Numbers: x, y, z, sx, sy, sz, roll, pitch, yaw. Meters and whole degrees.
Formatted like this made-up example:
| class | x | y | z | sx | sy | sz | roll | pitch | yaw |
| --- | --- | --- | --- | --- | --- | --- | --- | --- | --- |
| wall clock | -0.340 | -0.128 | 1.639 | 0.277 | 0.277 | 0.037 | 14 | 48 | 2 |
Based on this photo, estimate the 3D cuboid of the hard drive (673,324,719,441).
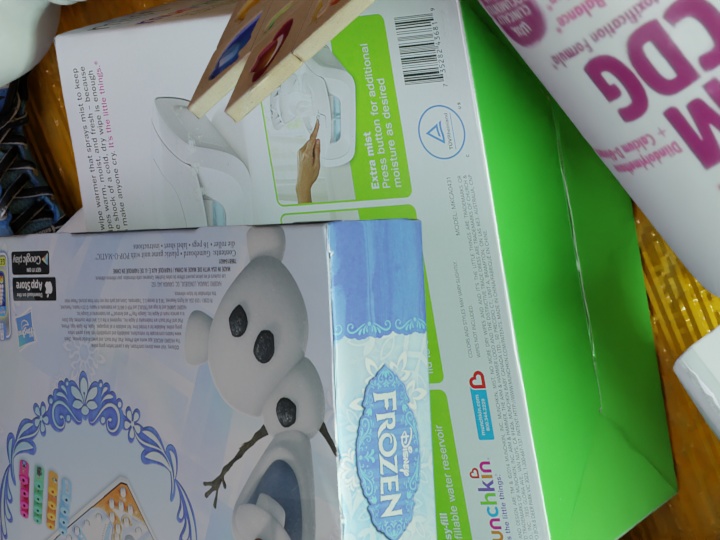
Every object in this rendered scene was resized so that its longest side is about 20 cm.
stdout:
| class | x | y | z | sx | sy | sz | roll | pitch | yaw |
| --- | --- | --- | --- | --- | --- | --- | --- | --- | --- |
| hard drive | 0.170 | 0.111 | 0.824 | 0.027 | 0.132 | 0.201 | -36 | 74 | 3 |

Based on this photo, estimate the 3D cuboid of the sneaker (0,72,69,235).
| class | x | y | z | sx | sy | sz | roll | pitch | yaw |
| --- | --- | --- | --- | --- | --- | --- | --- | --- | --- |
| sneaker | -0.158 | -0.043 | 1.046 | 0.200 | 0.078 | 0.090 | 46 | 118 | 12 |

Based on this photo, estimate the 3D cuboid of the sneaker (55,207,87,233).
| class | x | y | z | sx | sy | sz | roll | pitch | yaw |
| --- | --- | --- | --- | --- | --- | --- | --- | --- | --- |
| sneaker | -0.126 | 0.052 | 0.969 | 0.072 | 0.201 | 0.073 | 33 | 162 | 6 |

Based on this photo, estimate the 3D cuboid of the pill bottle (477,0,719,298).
| class | x | y | z | sx | sy | sz | roll | pitch | yaw |
| --- | --- | --- | --- | --- | --- | --- | --- | --- | --- |
| pill bottle | 0.121 | -0.063 | 0.803 | 0.113 | 0.113 | 0.200 | -33 | 101 | 36 |

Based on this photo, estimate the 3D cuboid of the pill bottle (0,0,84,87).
| class | x | y | z | sx | sy | sz | roll | pitch | yaw |
| --- | --- | --- | --- | --- | --- | --- | --- | --- | --- |
| pill bottle | -0.179 | -0.104 | 0.968 | 0.199 | 0.112 | 0.113 | -24 | 90 | 23 |

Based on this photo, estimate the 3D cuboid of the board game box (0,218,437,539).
| class | x | y | z | sx | sy | sz | roll | pitch | yaw |
| --- | --- | --- | --- | --- | --- | --- | --- | --- | --- |
| board game box | -0.053 | 0.085 | 0.865 | 0.199 | 0.043 | 0.201 | 0 | 92 | 51 |

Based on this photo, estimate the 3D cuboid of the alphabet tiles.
| class | x | y | z | sx | sy | sz | roll | pitch | yaw |
| --- | --- | --- | --- | --- | --- | --- | --- | --- | --- |
| alphabet tiles | 0.015 | -0.131 | 0.835 | 0.008 | 0.201 | 0.167 | 39 | 128 | -17 |

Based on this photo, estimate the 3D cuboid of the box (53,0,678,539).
| class | x | y | z | sx | sy | sz | roll | pitch | yaw |
| --- | --- | --- | --- | --- | --- | --- | --- | --- | --- |
| box | 0.000 | 0.000 | 0.936 | 0.176 | 0.097 | 0.201 | -4 | 102 | 36 |
